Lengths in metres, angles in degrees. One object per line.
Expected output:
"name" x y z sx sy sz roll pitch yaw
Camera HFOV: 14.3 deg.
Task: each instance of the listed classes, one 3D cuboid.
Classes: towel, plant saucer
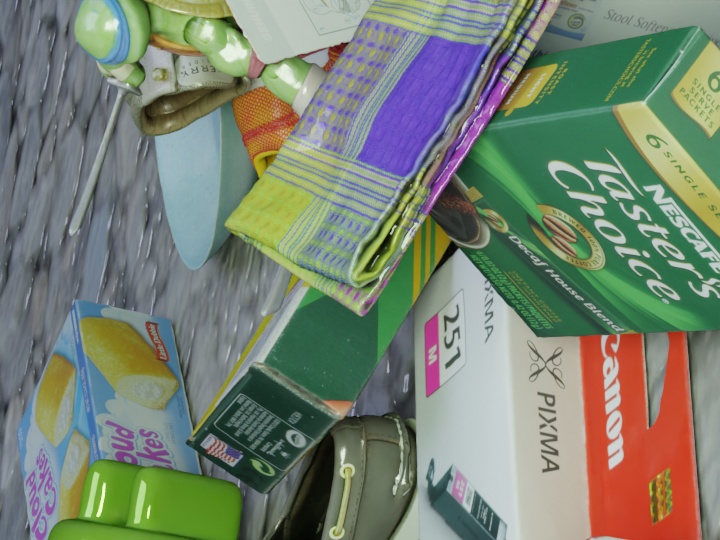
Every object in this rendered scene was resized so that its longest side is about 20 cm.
"towel" 0.022 -0.086 1.153 0.200 0.023 0.144 -59 26 0
"plant saucer" -0.087 -0.101 1.683 0.201 0.039 0.202 175 90 -75

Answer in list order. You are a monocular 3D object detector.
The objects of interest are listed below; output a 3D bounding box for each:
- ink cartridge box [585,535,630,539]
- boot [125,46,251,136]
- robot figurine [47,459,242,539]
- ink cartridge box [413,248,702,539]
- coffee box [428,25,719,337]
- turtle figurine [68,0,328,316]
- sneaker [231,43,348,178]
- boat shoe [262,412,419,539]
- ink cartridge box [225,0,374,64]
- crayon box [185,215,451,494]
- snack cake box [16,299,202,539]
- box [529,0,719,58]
"ink cartridge box" 0.079 0.213 1.114 0.200 0.085 0.148 130 144 -50
"boot" -0.091 -0.169 1.493 0.200 0.072 0.155 135 126 -62
"robot figurine" -0.122 0.206 1.544 0.175 0.116 0.201 4 82 46
"ink cartridge box" 0.080 0.062 1.245 0.174 0.043 0.201 133 143 -52
"coffee box" 0.099 -0.030 1.120 0.044 0.123 0.200 -51 23 -22
"turtle figurine" -0.054 -0.098 1.384 0.144 0.194 0.200 -11 104 54
"sneaker" 0.002 -0.089 1.497 0.200 0.073 0.077 -10 102 61
"boat shoe" -0.024 0.148 1.419 0.202 0.060 0.072 -62 27 33
"ink cartridge box" -0.016 -0.166 1.319 0.162 0.200 0.050 60 140 14
"crayon box" 0.000 0.000 1.367 0.200 0.051 0.127 -59 5 -26
"snack cake box" -0.150 0.127 1.714 0.115 0.067 0.200 -62 27 31
"box" 0.114 -0.200 1.222 0.200 0.105 0.184 -64 27 28
